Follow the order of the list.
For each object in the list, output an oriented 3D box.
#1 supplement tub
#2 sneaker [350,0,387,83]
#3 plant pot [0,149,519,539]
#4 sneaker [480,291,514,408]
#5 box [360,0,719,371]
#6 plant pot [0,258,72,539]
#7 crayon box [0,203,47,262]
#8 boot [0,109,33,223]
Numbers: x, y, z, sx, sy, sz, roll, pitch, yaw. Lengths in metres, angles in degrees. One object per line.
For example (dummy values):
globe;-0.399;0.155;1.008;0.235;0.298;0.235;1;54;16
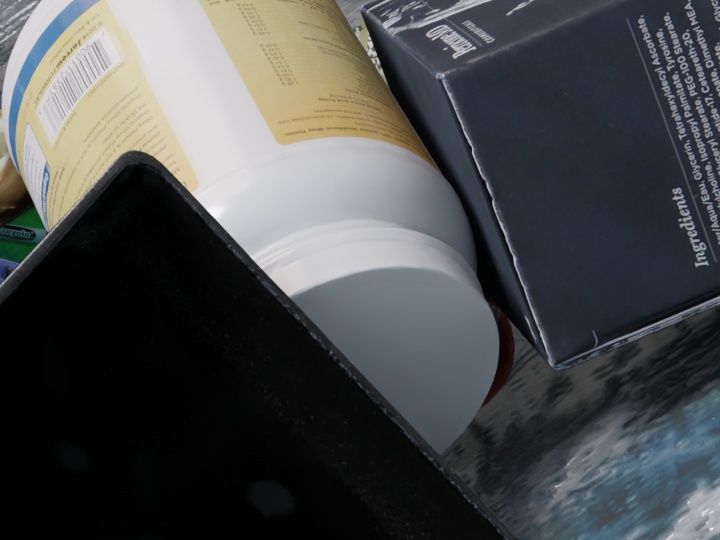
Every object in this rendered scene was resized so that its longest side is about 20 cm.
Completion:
supplement tub;-0.043;-0.020;1.041;0.144;0.145;0.200;-34;49;5
sneaker;-0.021;-0.080;1.328;0.077;0.088;0.201;-86;21;-66
plant pot;-0.098;0.120;0.892;0.177;0.200;0.200;-36;10;39
sneaker;-0.034;0.076;1.140;0.199;0.079;0.115;-28;2;-24
box;0.122;-0.072;1.052;0.196;0.125;0.200;-24;14;-3
plant pot;-0.205;0.089;1.099;0.201;0.179;0.200;-60;5;17
crayon box;-0.126;-0.031;1.589;0.118;0.058;0.200;-31;-2;17
boot;-0.180;-0.070;1.520;0.175;0.066;0.200;-43;-3;2
